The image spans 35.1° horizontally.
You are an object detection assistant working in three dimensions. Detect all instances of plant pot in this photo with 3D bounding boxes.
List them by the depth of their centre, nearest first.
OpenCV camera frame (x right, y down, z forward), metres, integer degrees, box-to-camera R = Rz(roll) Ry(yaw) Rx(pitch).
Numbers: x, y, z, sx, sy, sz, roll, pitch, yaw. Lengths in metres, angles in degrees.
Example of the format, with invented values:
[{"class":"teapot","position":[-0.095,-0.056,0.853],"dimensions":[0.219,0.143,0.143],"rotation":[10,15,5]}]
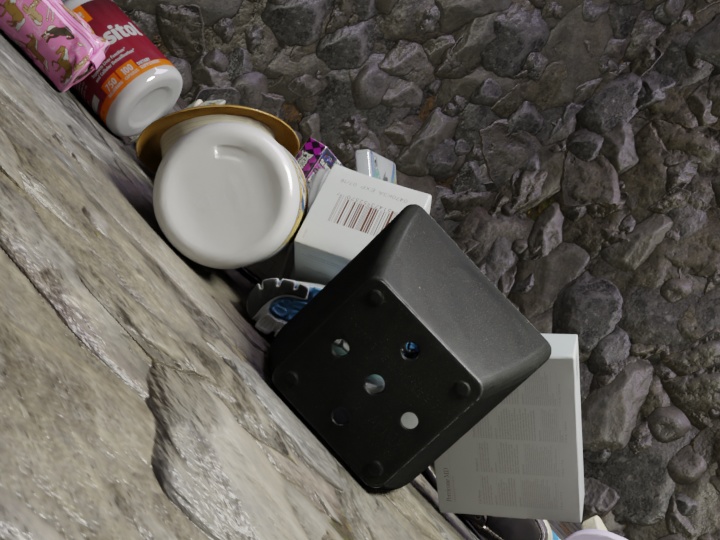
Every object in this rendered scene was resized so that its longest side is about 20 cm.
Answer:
[{"class":"plant pot","position":[0.031,0.084,1.029],"dimensions":[0.200,0.200,0.177],"rotation":[47,15,2]}]

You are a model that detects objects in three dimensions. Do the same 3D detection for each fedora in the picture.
[{"class":"fedora","position":[-0.172,-0.125,1.376],"dimensions":[0.201,0.200,0.082],"rotation":[43,39,-59]}]

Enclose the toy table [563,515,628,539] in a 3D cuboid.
[{"class":"toy table","position":[0.262,0.339,1.108],"dimensions":[0.117,0.184,0.200],"rotation":[-1,72,-69]}]

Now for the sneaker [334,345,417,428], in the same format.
[{"class":"sneaker","position":[0.017,0.123,1.271],"dimensions":[0.118,0.074,0.200],"rotation":[55,9,35]}]

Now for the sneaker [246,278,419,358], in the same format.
[{"class":"sneaker","position":[-0.018,0.048,1.186],"dimensions":[0.200,0.075,0.087],"rotation":[21,7,-6]}]

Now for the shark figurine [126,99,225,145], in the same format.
[{"class":"shark figurine","position":[-0.237,-0.159,1.496],"dimensions":[0.090,0.128,0.214],"rotation":[60,-13,-8]}]

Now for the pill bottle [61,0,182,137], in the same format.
[{"class":"pill bottle","position":[-0.324,-0.271,1.420],"dimensions":[0.200,0.113,0.113],"rotation":[46,2,12]}]

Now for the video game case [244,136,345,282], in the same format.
[{"class":"video game case","position":[-0.069,-0.053,1.476],"dimensions":[0.036,0.181,0.200],"rotation":[33,-4,28]}]

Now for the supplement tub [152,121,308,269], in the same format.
[{"class":"supplement tub","position":[-0.129,-0.076,1.193],"dimensions":[0.145,0.145,0.200],"rotation":[47,2,-1]}]

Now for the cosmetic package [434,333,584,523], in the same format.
[{"class":"cosmetic package","position":[0.148,0.159,1.162],"dimensions":[0.052,0.150,0.200],"rotation":[-63,150,-60]}]

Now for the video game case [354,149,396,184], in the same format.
[{"class":"video game case","position":[0.029,-0.051,1.502],"dimensions":[0.182,0.022,0.200],"rotation":[0,85,-78]}]

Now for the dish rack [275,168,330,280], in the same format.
[{"class":"dish rack","position":[-0.061,-0.025,1.363],"dimensions":[0.043,0.200,0.172],"rotation":[18,-2,9]}]

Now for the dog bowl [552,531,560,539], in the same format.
[{"class":"dog bowl","position":[0.227,0.358,1.495],"dimensions":[0.200,0.050,0.111],"rotation":[44,3,-40]}]

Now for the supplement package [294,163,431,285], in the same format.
[{"class":"supplement package","position":[0.000,0.000,1.266],"dimensions":[0.117,0.117,0.200],"rotation":[18,-34,9]}]

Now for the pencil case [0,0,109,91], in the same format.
[{"class":"pencil case","position":[-0.374,-0.295,1.286],"dimensions":[0.200,0.083,0.087],"rotation":[47,1,-12]}]

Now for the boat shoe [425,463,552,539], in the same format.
[{"class":"boat shoe","position":[0.134,0.257,1.313],"dimensions":[0.200,0.072,0.065],"rotation":[44,5,30]}]
